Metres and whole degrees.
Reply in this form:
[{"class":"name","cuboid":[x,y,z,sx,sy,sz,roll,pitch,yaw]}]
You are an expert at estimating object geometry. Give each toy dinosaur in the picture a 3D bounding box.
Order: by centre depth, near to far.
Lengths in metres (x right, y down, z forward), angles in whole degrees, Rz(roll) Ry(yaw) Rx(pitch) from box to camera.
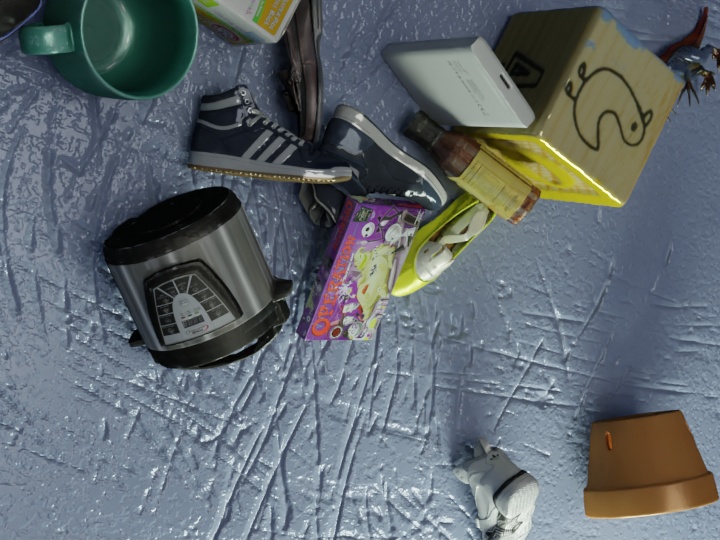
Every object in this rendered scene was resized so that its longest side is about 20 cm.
[{"class":"toy dinosaur","cuboid":[0.465,-0.302,1.849,0.181,0.105,0.200,-1,60,-19]}]

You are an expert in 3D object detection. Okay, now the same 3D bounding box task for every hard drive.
[{"class":"hard drive","cuboid":[0.123,-0.239,1.552,0.027,0.200,0.132,-49,118,-17]}]

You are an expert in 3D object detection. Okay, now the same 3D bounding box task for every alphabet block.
[{"class":"alphabet block","cuboid":[0.282,-0.223,1.656,0.195,0.196,0.200,32,80,-29]}]

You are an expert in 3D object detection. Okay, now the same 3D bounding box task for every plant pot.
[{"class":"plant pot","cuboid":[0.428,0.290,1.832,0.200,0.200,0.140,-5,82,-31]}]

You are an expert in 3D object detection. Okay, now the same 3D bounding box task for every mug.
[{"class":"mug","cuboid":[-0.285,-0.273,1.335,0.185,0.114,0.152,28,80,-44]}]

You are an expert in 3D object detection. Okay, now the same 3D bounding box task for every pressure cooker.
[{"class":"pressure cooker","cuboid":[-0.185,0.021,1.416,0.179,0.176,0.200,-35,115,-34]}]

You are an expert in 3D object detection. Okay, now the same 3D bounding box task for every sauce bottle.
[{"class":"sauce bottle","cuboid":[0.148,-0.142,1.629,0.200,0.066,0.066,38,76,-2]}]

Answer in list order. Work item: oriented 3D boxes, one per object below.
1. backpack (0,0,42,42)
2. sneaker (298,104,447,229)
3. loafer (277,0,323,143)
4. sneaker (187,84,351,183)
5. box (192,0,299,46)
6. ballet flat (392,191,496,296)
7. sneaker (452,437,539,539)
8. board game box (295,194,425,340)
[{"class":"backpack","cuboid":[-0.446,-0.304,1.226,0.200,0.154,0.191,-46,125,-25]},{"class":"sneaker","cuboid":[0.011,-0.098,1.572,0.202,0.077,0.146,35,74,-27]},{"class":"loafer","cuboid":[-0.081,-0.259,1.513,0.063,0.072,0.201,0,91,-12]},{"class":"sneaker","cuboid":[-0.105,-0.165,1.467,0.200,0.070,0.109,6,90,-2]},{"class":"box","cuboid":[-0.174,-0.356,1.405,0.200,0.112,0.102,31,79,-31]},{"class":"ballet flat","cuboid":[0.115,-0.039,1.653,0.200,0.067,0.067,-44,119,-19]},{"class":"sneaker","cuboid":[0.191,0.329,1.751,0.075,0.115,0.200,-23,142,-26]},{"class":"board game box","cuboid":[0.000,0.000,1.560,0.120,0.032,0.200,4,117,-37]}]
